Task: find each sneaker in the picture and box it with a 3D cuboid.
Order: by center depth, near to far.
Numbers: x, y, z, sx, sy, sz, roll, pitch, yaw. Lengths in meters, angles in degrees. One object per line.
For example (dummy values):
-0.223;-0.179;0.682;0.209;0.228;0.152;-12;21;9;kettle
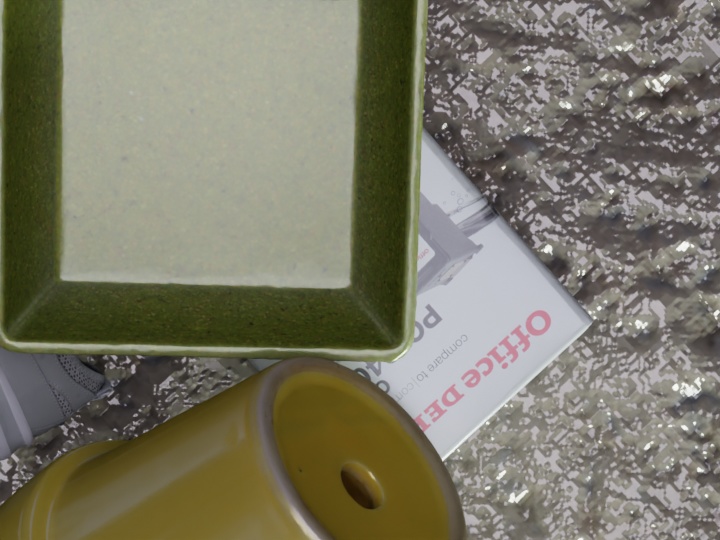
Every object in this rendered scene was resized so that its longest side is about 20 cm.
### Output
-0.180;-0.009;1.135;0.082;0.075;0.200;-23;118;-18;sneaker

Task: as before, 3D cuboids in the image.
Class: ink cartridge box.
0.000;0.000;1.170;0.145;0.083;0.200;-42;94;-1;ink cartridge box

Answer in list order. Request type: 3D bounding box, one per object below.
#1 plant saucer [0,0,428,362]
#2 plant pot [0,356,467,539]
-0.072;-0.061;1.088;0.200;0.048;0.200;2;100;-3;plant saucer
-0.058;0.145;1.082;0.189;0.201;0.201;-40;94;29;plant pot
